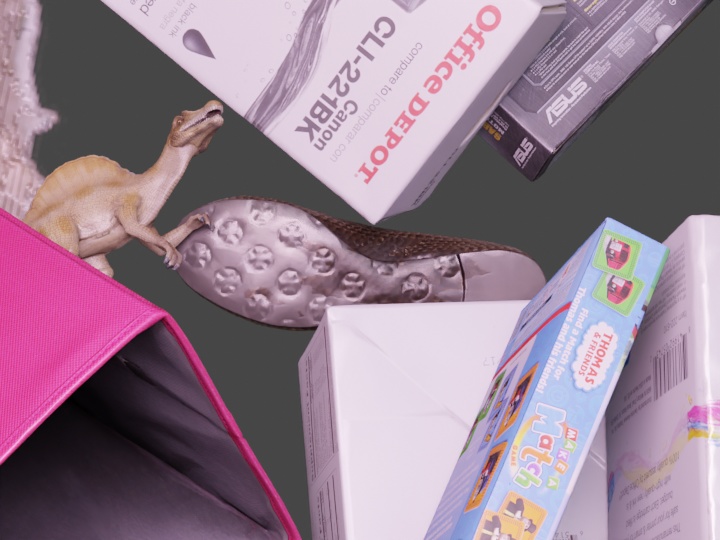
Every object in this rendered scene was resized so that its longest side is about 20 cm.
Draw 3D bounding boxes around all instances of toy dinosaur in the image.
[{"bbox_3d":[-0.149,-0.014,1.242,0.200,0.058,0.101,-24,56,-1],"label":"toy dinosaur"}]

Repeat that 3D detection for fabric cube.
[{"bbox_3d":[-0.181,0.099,1.078,0.199,0.200,0.196,30,67,38],"label":"fabric cube"}]

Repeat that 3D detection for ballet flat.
[{"bbox_3d":[0.000,0.000,1.267,0.199,0.046,0.068,6,94,-2],"label":"ballet flat"}]

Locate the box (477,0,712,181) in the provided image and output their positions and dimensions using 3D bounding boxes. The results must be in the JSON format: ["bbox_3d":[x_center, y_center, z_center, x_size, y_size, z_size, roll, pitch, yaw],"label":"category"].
[{"bbox_3d":[0.107,-0.172,1.331,0.158,0.048,0.200,42,71,6],"label":"box"}]

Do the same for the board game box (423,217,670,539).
[{"bbox_3d":[0.067,0.090,1.071,0.037,0.151,0.200,26,71,-3],"label":"board game box"}]

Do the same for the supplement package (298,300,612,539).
[{"bbox_3d":[0.078,0.103,1.208,0.199,0.111,0.156,-2,74,-10],"label":"supplement package"}]

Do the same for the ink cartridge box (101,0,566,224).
[{"bbox_3d":[-0.015,-0.141,1.247,0.200,0.084,0.144,39,105,5],"label":"ink cartridge box"}]

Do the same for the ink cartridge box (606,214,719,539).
[{"bbox_3d":[0.169,0.093,1.092,0.084,0.145,0.201,5,72,-10],"label":"ink cartridge box"}]
